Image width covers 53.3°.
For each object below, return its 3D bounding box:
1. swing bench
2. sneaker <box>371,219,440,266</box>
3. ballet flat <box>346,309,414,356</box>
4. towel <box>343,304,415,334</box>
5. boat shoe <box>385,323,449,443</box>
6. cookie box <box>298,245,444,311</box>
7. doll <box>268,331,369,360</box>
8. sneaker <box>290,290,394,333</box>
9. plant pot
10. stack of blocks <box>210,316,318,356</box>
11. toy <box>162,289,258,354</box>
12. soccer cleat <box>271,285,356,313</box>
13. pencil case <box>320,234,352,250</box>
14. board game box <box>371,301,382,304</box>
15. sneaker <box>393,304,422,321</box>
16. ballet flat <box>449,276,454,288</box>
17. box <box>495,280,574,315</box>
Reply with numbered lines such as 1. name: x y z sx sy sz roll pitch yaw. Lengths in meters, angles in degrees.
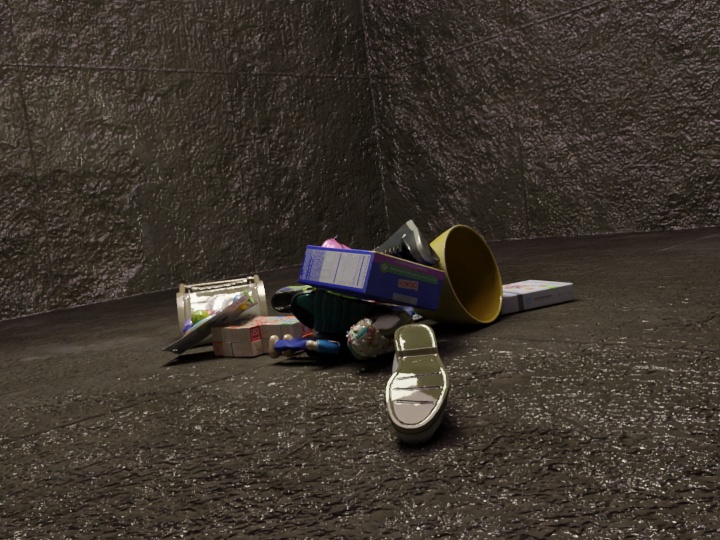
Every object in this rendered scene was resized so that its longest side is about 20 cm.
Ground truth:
1. swing bench: -0.323 0.091 1.682 0.197 0.131 0.200 -8 5 -12
2. sneaker: 0.083 -0.025 1.355 0.106 0.075 0.200 -37 12 6
3. ballet flat: 0.053 0.100 1.205 0.064 0.076 0.199 -51 -19 26
4. towel: 0.019 0.099 1.414 0.143 0.024 0.200 5 18 17
5. boat shoe: 0.069 0.143 0.852 0.074 0.069 0.200 -2 26 8
6. cookie box: 0.018 0.013 1.260 0.170 0.076 0.199 15 -5 -38
7. doll: -0.061 0.133 1.270 0.198 0.049 0.136 -3 -3 34
8. sneaker: -0.033 0.081 1.341 0.198 0.075 0.088 13 4 -3
9. plant pot: 0.174 0.026 1.452 0.141 0.202 0.199 -21 -5 39
10. stack of blocks: -0.188 0.130 1.432 0.198 0.059 0.115 -4 6 37
11. toy: -0.312 0.098 1.471 0.199 0.047 0.115 -30 -12 -2
12. soccer cleat: -0.099 0.057 1.572 0.198 0.065 0.084 -5 2 18
13. pencil case: 0.000 0.000 1.533 0.199 0.091 0.094 28 -3 28
14. board game box: -0.034 0.100 1.627 0.150 0.047 0.200 -6 5 13
15. sneaker: 0.147 0.059 1.609 0.075 0.088 0.199 -5 4 45
16. ballet flat: 0.161 0.008 1.565 0.075 0.200 0.064 -37 10 33
17. box: 0.344 0.058 1.586 0.198 0.042 0.156 -8 5 -23
